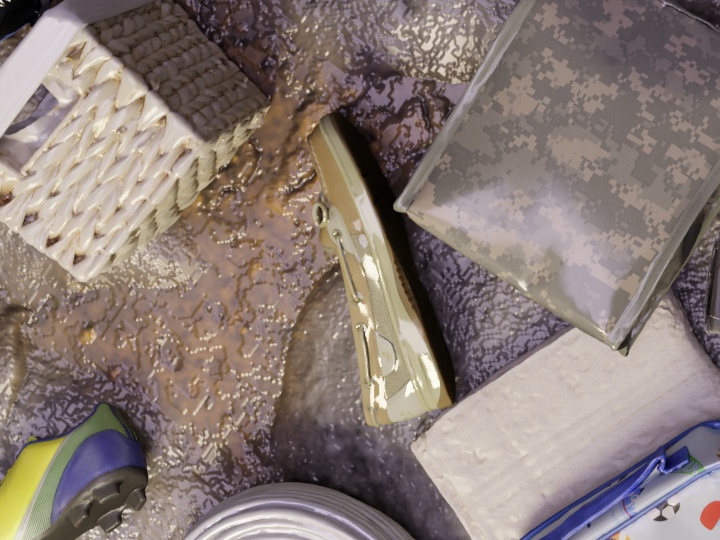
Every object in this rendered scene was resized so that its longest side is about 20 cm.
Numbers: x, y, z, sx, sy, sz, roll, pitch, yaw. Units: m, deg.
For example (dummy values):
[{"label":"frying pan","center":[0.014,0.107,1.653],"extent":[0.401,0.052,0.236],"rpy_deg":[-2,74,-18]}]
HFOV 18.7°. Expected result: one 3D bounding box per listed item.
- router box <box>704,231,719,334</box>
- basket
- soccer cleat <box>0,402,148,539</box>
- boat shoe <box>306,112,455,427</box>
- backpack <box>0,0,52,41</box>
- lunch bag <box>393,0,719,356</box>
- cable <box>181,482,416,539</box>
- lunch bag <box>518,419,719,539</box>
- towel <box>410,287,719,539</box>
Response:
[{"label":"router box","center":[0.307,0.009,1.268],"extent":[0.200,0.150,0.062],"rpy_deg":[8,101,14]},{"label":"basket","center":[-0.153,-0.087,1.355],"extent":[0.123,0.200,0.136],"rpy_deg":[42,106,1]},{"label":"soccer cleat","center":[-0.227,0.161,1.491],"extent":[0.200,0.065,0.084],"rpy_deg":[-33,59,21]},{"label":"boat shoe","center":[0.001,0.000,1.392],"extent":[0.063,0.073,0.201],"rpy_deg":[-19,100,12]},{"label":"backpack","center":[-0.327,-0.185,1.390],"extent":[0.200,0.190,0.154],"rpy_deg":[-36,72,17]},{"label":"lunch bag","center":[0.142,-0.076,1.313],"extent":[0.164,0.118,0.200],"rpy_deg":[33,93,11]},{"label":"cable","center":[-0.041,0.240,1.438],"extent":[0.200,0.069,0.200],"rpy_deg":[29,104,9]},{"label":"lunch bag","center":[0.194,0.187,1.346],"extent":[0.200,0.076,0.160],"rpy_deg":[-36,106,15]},{"label":"towel","center":[0.143,0.107,1.388],"extent":[0.200,0.034,0.133],"rpy_deg":[-34,90,16]}]
